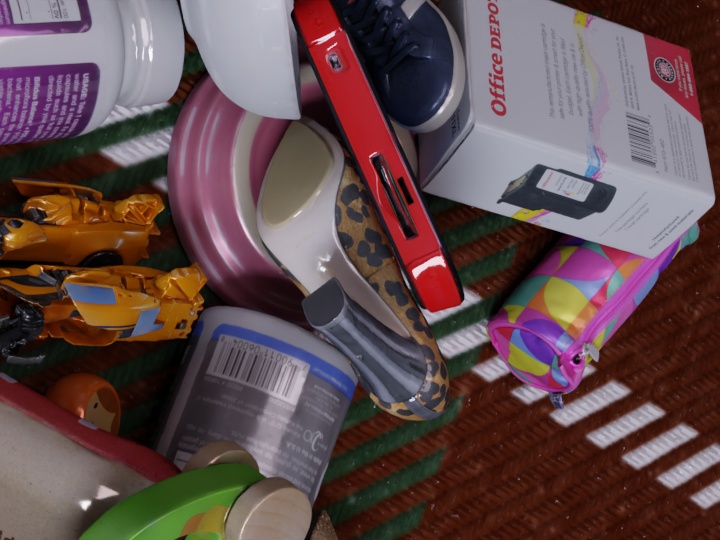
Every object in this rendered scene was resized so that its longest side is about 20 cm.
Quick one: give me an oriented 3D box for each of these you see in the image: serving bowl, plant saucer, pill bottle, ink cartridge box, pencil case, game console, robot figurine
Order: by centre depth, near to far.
[{"bbox_3d":[-0.196,-0.009,0.912,0.198,0.145,0.059,4,128,-41],"label":"robot figurine"},{"bbox_3d":[-0.209,-0.131,0.914,0.198,0.112,0.114,-9,92,-33],"label":"pill bottle"},{"bbox_3d":[-0.077,-0.191,0.948,0.065,0.200,0.203,-5,90,0],"label":"serving bowl"},{"bbox_3d":[0.013,-0.070,0.954,0.031,0.177,0.202,-24,89,4],"label":"game console"},{"bbox_3d":[-0.084,0.135,0.979,0.113,0.113,0.202,29,73,-28],"label":"pill bottle"},{"bbox_3d":[-0.033,-0.062,1.061,0.199,0.051,0.203,3,85,-33],"label":"plant saucer"},{"bbox_3d":[0.142,-0.111,1.112,0.198,0.083,0.147,15,53,-21],"label":"ink cartridge box"},{"bbox_3d":[0.180,0.007,1.178,0.089,0.088,0.200,51,62,-20],"label":"pencil case"}]

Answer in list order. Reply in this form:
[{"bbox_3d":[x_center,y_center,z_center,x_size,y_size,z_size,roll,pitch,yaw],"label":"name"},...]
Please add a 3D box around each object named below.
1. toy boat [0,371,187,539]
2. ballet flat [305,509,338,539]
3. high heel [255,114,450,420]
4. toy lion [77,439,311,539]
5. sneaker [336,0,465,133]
[{"bbox_3d":[-0.179,0.108,0.897,0.199,0.131,0.131,28,39,7],"label":"toy boat"},{"bbox_3d":[-0.032,0.238,0.993,0.065,0.071,0.201,16,42,6],"label":"ballet flat"},{"bbox_3d":[0.000,0.000,0.992,0.143,0.071,0.201,45,23,-42],"label":"high heel"},{"bbox_3d":[-0.119,0.210,0.811,0.190,0.068,0.202,-18,122,-37],"label":"toy lion"},{"bbox_3d":[0.001,-0.179,1.032,0.084,0.075,0.201,17,41,-50],"label":"sneaker"}]
